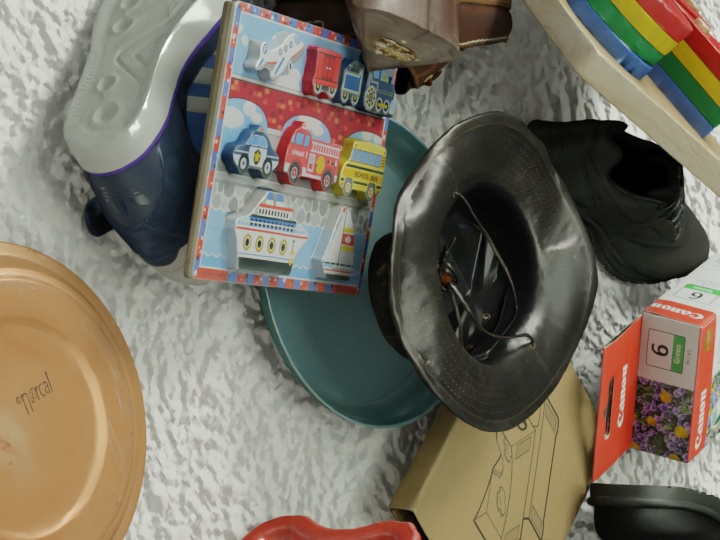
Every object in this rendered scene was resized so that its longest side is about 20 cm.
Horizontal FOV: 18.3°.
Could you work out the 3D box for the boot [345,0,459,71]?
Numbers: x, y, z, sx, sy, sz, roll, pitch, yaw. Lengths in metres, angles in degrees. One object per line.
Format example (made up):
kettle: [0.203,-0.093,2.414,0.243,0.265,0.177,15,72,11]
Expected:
boot: [0.001,-0.224,1.288,0.186,0.064,0.200,19,72,-45]

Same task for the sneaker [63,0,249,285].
sneaker: [-0.091,-0.088,1.283,0.146,0.081,0.200,58,39,-40]

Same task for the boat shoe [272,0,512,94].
boat shoe: [0.021,-0.146,1.419,0.200,0.070,0.070,-5,92,-42]

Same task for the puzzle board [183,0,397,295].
puzzle board: [-0.033,-0.064,1.278,0.200,0.017,0.151,7,91,-62]

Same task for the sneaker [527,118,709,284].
sneaker: [0.198,-0.047,1.583,0.200,0.091,0.076,30,61,-43]

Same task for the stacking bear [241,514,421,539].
stacking bear: [-0.007,0.256,1.293,0.114,0.121,0.200,-44,123,-45]

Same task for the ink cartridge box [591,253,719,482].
ink cartridge box: [0.230,0.072,1.587,0.200,0.050,0.109,-32,130,-53]

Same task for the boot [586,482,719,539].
boot: [0.220,0.240,1.555,0.211,0.079,0.158,32,60,-48]

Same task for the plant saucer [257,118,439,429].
plant saucer: [0.000,0.000,1.399,0.200,0.027,0.200,12,74,-47]

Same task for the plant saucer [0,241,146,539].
plant saucer: [-0.186,0.083,1.172,0.200,0.032,0.200,11,75,-48]

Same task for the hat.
hat: [0.059,0.004,1.384,0.201,0.081,0.201,11,75,-46]

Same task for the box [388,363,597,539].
box: [0.095,0.133,1.470,0.200,0.021,0.164,-59,135,-35]

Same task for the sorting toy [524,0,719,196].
sorting toy: [0.182,-0.168,1.499,0.200,0.070,0.199,34,20,-44]
